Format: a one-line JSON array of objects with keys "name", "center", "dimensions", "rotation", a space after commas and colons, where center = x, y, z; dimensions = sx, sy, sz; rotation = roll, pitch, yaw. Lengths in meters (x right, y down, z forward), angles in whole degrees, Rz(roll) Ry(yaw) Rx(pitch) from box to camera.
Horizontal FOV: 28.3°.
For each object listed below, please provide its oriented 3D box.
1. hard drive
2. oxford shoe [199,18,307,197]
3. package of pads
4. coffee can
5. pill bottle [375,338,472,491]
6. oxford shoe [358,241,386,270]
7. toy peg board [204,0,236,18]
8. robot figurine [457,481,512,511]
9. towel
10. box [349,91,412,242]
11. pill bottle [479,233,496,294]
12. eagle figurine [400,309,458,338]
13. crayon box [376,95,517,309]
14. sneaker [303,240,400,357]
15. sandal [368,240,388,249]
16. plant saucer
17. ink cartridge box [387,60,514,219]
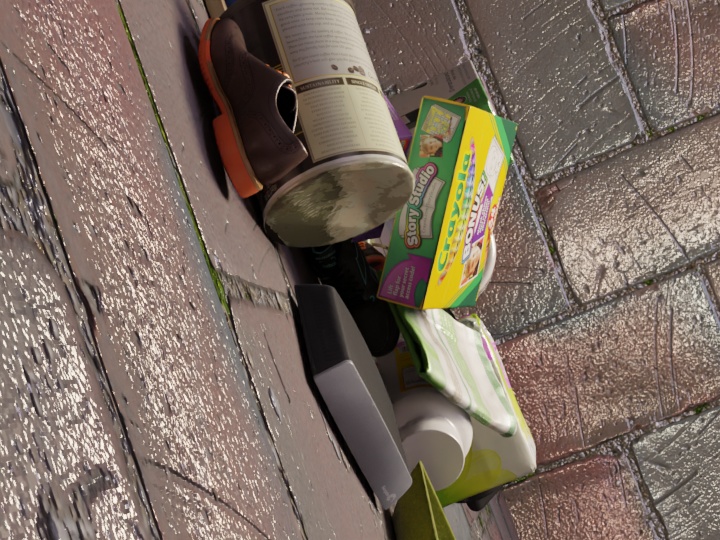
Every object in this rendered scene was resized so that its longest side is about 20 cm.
[{"name": "hard drive", "center": [-0.004, 0.114, 1.328], "dimensions": [0.136, 0.042, 0.201], "rotation": [-105, 172, -48]}, {"name": "oxford shoe", "center": [-0.089, -0.148, 1.217], "dimensions": [0.071, 0.072, 0.202], "rotation": [61, 10, -51]}, {"name": "package of pads", "center": [0.111, 0.168, 1.697], "dimensions": [0.068, 0.153, 0.202], "rotation": [-78, 147, -81]}, {"name": "coffee can", "center": [-0.047, -0.145, 1.327], "dimensions": [0.147, 0.145, 0.202], "rotation": [57, 13, -66]}, {"name": "pill bottle", "center": [0.066, 0.158, 1.553], "dimensions": [0.200, 0.103, 0.105], "rotation": [-96, 164, -68]}, {"name": "oxford shoe", "center": [0.000, 0.000, 1.727], "dimensions": [0.200, 0.070, 0.073], "rotation": [86, -22, -76]}, {"name": "toy peg board", "center": [-0.108, -0.298, 1.561], "dimensions": [0.199, 0.097, 0.202], "rotation": [44, 25, -78]}, {"name": "robot figurine", "center": [0.122, 0.215, 1.822], "dimensions": [0.126, 0.148, 0.201], "rotation": [-79, 153, -48]}, {"name": "towel", "center": [0.097, 0.087, 1.527], "dimensions": [0.200, 0.031, 0.150], "rotation": [39, 21, -50]}, {"name": "box", "center": [-0.022, -0.148, 1.469], "dimensions": [0.201, 0.039, 0.138], "rotation": [58, -34, 35]}, {"name": "pill bottle", "center": [0.099, -0.016, 1.676], "dimensions": [0.200, 0.118, 0.121], "rotation": [38, 31, -85]}, {"name": "eagle figurine", "center": [0.088, 0.066, 1.916], "dimensions": [0.151, 0.202, 0.150], "rotation": [37, 34, 26]}, {"name": "crayon box", "center": [0.091, -0.065, 1.453], "dimensions": [0.172, 0.058, 0.203], "rotation": [-1, 105, -69]}, {"name": "sneaker", "center": [-0.023, 0.004, 1.516], "dimensions": [0.202, 0.075, 0.079], "rotation": [64, 21, -4]}, {"name": "sandal", "center": [0.046, 0.016, 2.148], "dimensions": [0.080, 0.057, 0.203], "rotation": [5, 65, -84]}, {"name": "plant saucer", "center": [0.082, 0.323, 1.386], "dimensions": [0.200, 0.047, 0.202], "rotation": [-101, 169, -62]}, {"name": "ink cartridge box", "center": [0.060, -0.140, 1.619], "dimensions": [0.146, 0.198, 0.085], "rotation": [-101, 165, -63]}]
